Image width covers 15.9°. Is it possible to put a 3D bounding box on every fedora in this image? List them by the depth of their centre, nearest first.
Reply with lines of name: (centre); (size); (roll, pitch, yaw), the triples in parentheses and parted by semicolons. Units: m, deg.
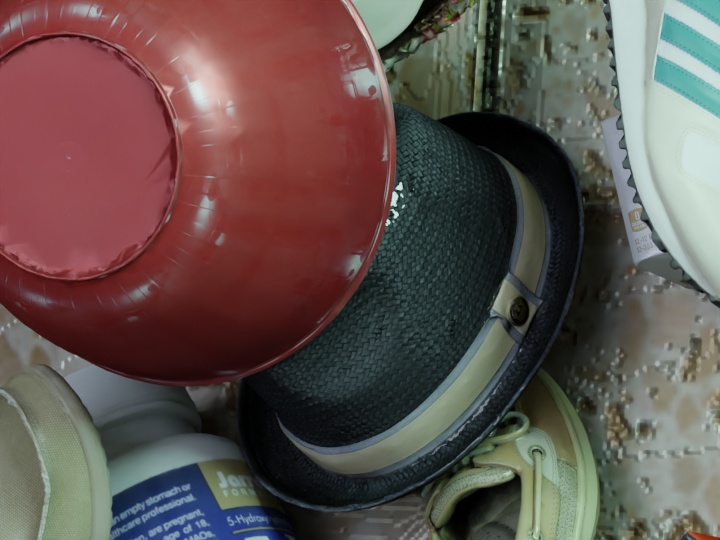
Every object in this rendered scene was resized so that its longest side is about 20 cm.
fedora: (0.000, 0.000, 1.126); (0.200, 0.092, 0.201); (-25, 44, 27)

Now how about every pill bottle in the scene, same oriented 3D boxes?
pill bottle: (-0.082, 0.143, 1.165); (0.120, 0.120, 0.201); (-39, 63, 19)

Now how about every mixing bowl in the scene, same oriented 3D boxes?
mixing bowl: (-0.096, -0.047, 1.034); (0.199, 0.108, 0.202); (2, 95, 20)

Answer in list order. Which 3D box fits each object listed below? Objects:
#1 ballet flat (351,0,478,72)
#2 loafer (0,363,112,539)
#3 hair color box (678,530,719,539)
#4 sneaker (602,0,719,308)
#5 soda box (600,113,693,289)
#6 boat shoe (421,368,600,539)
ballet flat: (-0.027, -0.097, 1.127); (0.200, 0.064, 0.076); (-38, 106, 20)
loafer: (-0.162, 0.136, 1.112); (0.076, 0.068, 0.201); (34, 118, 42)
hair color box: (0.186, 0.203, 1.024); (0.200, 0.061, 0.102); (38, 101, 31)
sneaker: (0.153, -0.085, 1.022); (0.093, 0.070, 0.201); (-21, 66, 32)
soda box: (0.204, -0.058, 1.066); (0.199, 0.064, 0.069); (-21, 70, 27)
boat shoe: (0.055, 0.115, 1.086); (0.073, 0.063, 0.202); (-36, 40, 38)
